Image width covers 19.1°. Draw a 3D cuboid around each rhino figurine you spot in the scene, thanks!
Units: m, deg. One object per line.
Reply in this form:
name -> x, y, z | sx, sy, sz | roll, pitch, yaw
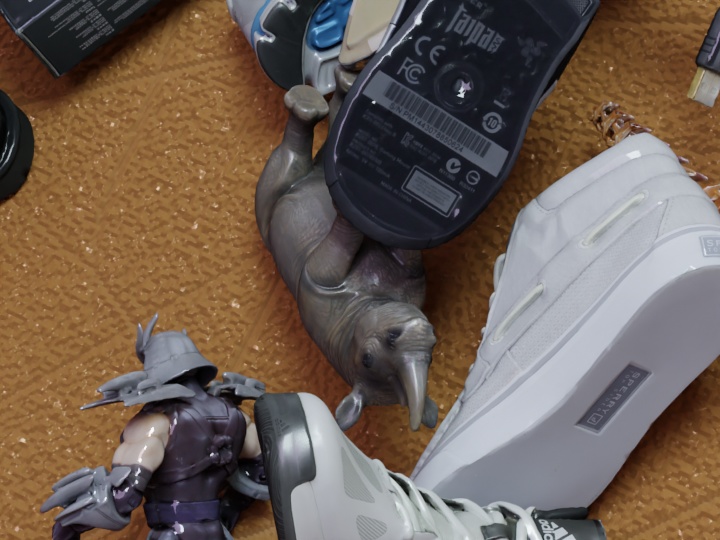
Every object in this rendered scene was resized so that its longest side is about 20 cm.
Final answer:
rhino figurine -> 0.000, 0.000, 0.910 | 0.060, 0.088, 0.200 | 3, 37, -21

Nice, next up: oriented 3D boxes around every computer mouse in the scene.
computer mouse -> 0.077, -0.088, 0.876 | 0.140, 0.046, 0.201 | 26, 88, -7

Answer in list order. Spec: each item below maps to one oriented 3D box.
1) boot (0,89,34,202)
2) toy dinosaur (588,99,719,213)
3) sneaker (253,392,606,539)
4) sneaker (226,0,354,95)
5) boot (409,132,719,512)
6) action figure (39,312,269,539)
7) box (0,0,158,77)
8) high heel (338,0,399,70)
boot -> -0.270, -0.073, 0.996 | 0.210, 0.158, 0.080 | -17, 67, 10
toy dinosaur -> 0.189, -0.026, 0.888 | 0.199, 0.102, 0.136 | 25, 96, 1
sneaker -> 0.033, 0.096, 0.832 | 0.115, 0.201, 0.076 | -18, 51, 5
sneaker -> 0.019, -0.168, 0.998 | 0.200, 0.075, 0.087 | -34, 38, -9
boot -> 0.078, 0.035, 0.899 | 0.200, 0.073, 0.096 | -46, 39, 21
action figure -> -0.074, 0.117, 0.893 | 0.069, 0.130, 0.201 | -15, 80, 42
box -> -0.112, -0.213, 1.043 | 0.200, 0.044, 0.160 | -38, 57, 1
high heel -> 0.091, -0.143, 0.956 | 0.200, 0.142, 0.072 | -44, 54, 20
